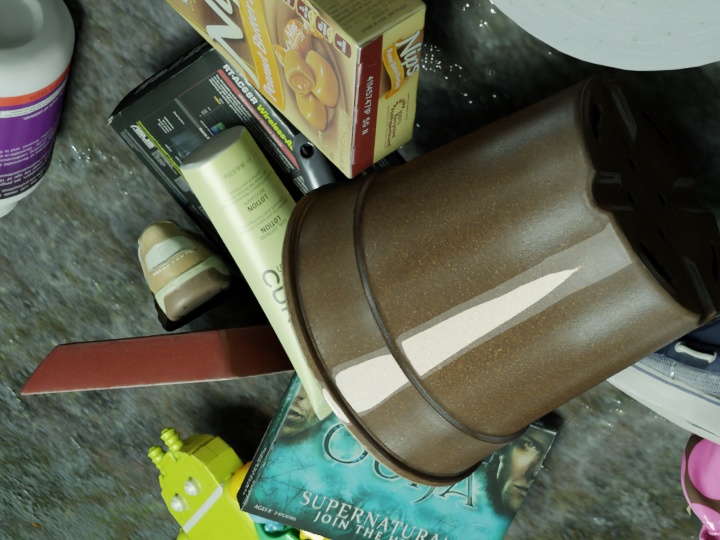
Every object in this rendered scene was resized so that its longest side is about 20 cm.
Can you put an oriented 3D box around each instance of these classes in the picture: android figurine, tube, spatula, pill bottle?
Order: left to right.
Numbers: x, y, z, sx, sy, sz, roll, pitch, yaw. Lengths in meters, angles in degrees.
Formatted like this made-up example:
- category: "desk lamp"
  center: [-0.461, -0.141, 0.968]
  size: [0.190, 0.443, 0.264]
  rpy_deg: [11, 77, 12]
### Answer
- category: "pill bottle"
  center: [-0.279, -0.123, 1.151]
  size: [0.112, 0.113, 0.200]
  rpy_deg: [33, 142, 5]
- category: "android figurine"
  center: [-0.111, 0.220, 1.322]
  size: [0.200, 0.041, 0.182]
  rpy_deg: [52, 148, 6]
- category: "tube"
  center: [-0.046, -0.001, 1.029]
  size: [0.058, 0.052, 0.201]
  rpy_deg: [-21, 113, 23]
- category: "spatula"
  center: [0.000, 0.000, 1.013]
  size: [0.056, 0.021, 0.201]
  rpy_deg: [-20, 110, 8]

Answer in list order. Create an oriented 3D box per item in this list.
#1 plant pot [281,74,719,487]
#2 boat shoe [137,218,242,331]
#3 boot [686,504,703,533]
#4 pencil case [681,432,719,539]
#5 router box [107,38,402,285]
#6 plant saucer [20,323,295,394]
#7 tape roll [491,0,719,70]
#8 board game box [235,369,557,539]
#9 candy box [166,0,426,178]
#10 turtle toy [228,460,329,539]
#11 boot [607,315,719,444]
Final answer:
- category: "plant pot"
  center: [0.092, -0.003, 0.904]
  size: [0.198, 0.201, 0.201]
  rpy_deg: [-29, 110, 30]
- category: "boat shoe"
  center: [-0.134, -0.005, 1.161]
  size: [0.076, 0.071, 0.200]
  rpy_deg: [56, 170, 2]
- category: "boot"
  center: [0.295, 0.241, 1.045]
  size: [0.199, 0.138, 0.078]
  rpy_deg: [31, 143, 10]
- category: "pencil case"
  center: [0.290, 0.114, 0.953]
  size: [0.091, 0.094, 0.200]
  rpy_deg: [43, 142, -8]
- category: "router box"
  center: [-0.060, -0.071, 1.069]
  size: [0.200, 0.062, 0.149]
  rpy_deg: [50, 142, -15]
- category: "plant saucer"
  center: [-0.119, 0.062, 1.163]
  size: [0.198, 0.200, 0.037]
  rpy_deg: [-7, 89, 31]
- category: "tape roll"
  center: [0.139, -0.195, 0.720]
  size: [0.199, 0.066, 0.201]
  rpy_deg: [5, 129, 6]
- category: "board game box"
  center: [0.027, 0.140, 1.118]
  size: [0.199, 0.028, 0.136]
  rpy_deg: [21, 103, -20]
- category: "candy box"
  center: [-0.048, -0.162, 0.913]
  size: [0.200, 0.055, 0.116]
  rpy_deg: [44, 153, 24]
- category: "turtle toy"
  center: [-0.007, 0.159, 1.191]
  size: [0.146, 0.200, 0.101]
  rpy_deg: [40, -179, 4]
- category: "boot"
  center: [0.225, 0.057, 0.975]
  size: [0.073, 0.091, 0.200]
  rpy_deg: [32, 177, -32]
